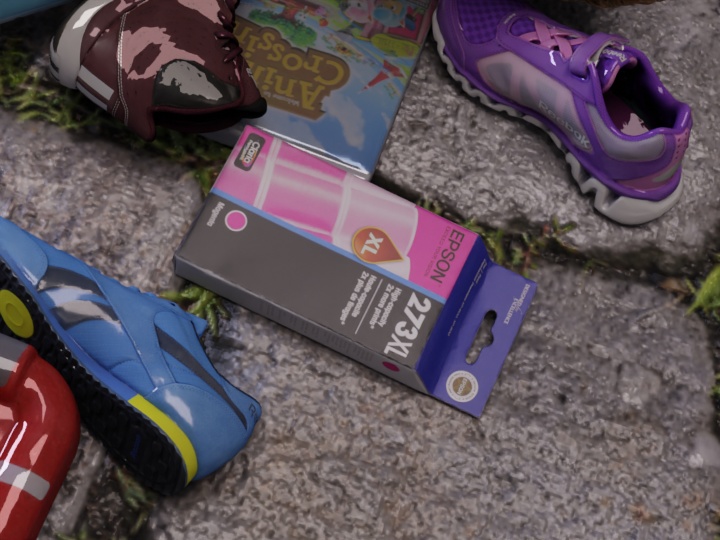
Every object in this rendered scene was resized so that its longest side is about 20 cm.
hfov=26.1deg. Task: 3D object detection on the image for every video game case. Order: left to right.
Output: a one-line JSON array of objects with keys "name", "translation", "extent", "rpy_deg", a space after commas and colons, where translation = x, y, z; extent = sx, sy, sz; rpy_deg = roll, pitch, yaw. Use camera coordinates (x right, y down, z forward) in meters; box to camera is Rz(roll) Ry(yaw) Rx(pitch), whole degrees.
[{"name": "video game case", "translation": [-0.061, -0.158, 0.987], "extent": [0.200, 0.022, 0.182], "rpy_deg": [21, 62, 0]}]

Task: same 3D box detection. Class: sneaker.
[{"name": "sneaker", "translation": [-0.140, 0.034, 0.857], "extent": [0.200, 0.066, 0.078], "rpy_deg": [42, 52, 10]}, {"name": "sneaker", "translation": [-0.080, -0.150, 0.934], "extent": [0.116, 0.076, 0.200], "rpy_deg": [44, 74, 7]}, {"name": "sneaker", "translation": [0.133, -0.123, 0.971], "extent": [0.200, 0.088, 0.080], "rpy_deg": [43, 65, 12]}]

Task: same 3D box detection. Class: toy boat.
[{"name": "toy boat", "translation": [-0.223, 0.104, 0.762], "extent": [0.130, 0.131, 0.200], "rpy_deg": [21, 61, 0]}]

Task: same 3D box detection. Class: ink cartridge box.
[{"name": "ink cartridge box", "translation": [0.000, 0.000, 0.908], "extent": [0.200, 0.037, 0.095], "rpy_deg": [26, 70, 1]}]

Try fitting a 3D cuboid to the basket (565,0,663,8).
[{"name": "basket", "translation": [0.088, -0.225, 0.976], "extent": [0.200, 0.143, 0.149], "rpy_deg": [17, 57, -22]}]

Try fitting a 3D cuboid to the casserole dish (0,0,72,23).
[{"name": "casserole dish", "translation": [-0.221, -0.180, 0.930], "extent": [0.200, 0.039, 0.121], "rpy_deg": [-20, 32, -17]}]
